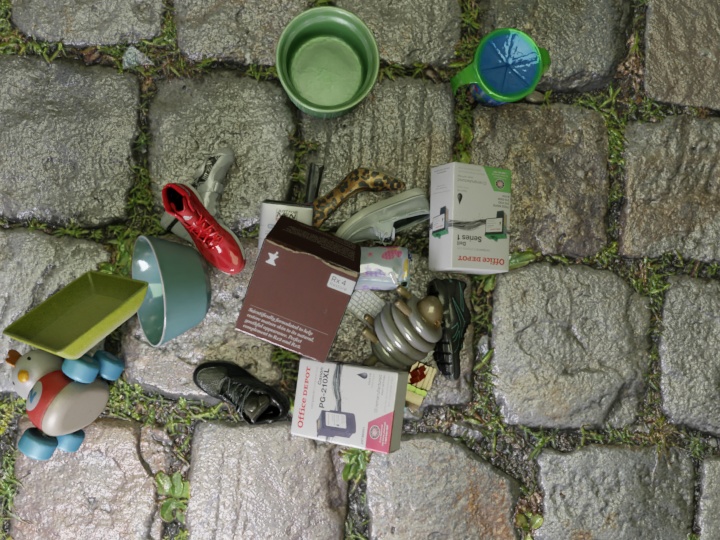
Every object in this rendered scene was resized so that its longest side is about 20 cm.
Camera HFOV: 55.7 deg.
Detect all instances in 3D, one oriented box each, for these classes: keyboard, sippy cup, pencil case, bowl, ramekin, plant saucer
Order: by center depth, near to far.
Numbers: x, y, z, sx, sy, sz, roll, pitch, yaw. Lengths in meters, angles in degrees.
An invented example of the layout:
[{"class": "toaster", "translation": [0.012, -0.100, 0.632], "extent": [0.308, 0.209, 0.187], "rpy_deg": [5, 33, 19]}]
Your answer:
[{"class": "plant saucer", "translation": [-0.496, 0.084, 1.209], "extent": [0.200, 0.197, 0.048], "rpy_deg": [-45, 130, -39]}, {"class": "bowl", "translation": [-0.343, 0.031, 1.252], "extent": [0.104, 0.200, 0.204], "rpy_deg": [-9, 89, -33]}, {"class": "pencil case", "translation": [0.000, 0.000, 1.319], "extent": [0.196, 0.084, 0.092], "rpy_deg": [1, 52, -4]}, {"class": "ramekin", "translation": [-0.065, -0.394, 1.322], "extent": [0.196, 0.098, 0.204], "rpy_deg": [0, 88, -5]}, {"class": "sippy cup", "translation": [0.272, -0.384, 1.334], "extent": [0.175, 0.130, 0.142], "rpy_deg": [21, 86, -4]}, {"class": "keyboard", "translation": [0.060, 0.112, 1.359], "extent": [0.199, 0.011, 0.056], "rpy_deg": [40, 85, -2]}]

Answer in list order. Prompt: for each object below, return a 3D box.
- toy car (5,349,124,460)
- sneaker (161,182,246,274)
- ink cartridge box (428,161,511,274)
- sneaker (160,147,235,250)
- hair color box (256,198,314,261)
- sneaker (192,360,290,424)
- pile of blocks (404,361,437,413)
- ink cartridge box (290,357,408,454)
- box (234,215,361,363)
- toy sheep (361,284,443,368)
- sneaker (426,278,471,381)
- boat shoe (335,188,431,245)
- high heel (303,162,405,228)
[{"class": "toy car", "translation": [-0.573, 0.204, 1.232], "extent": [0.198, 0.177, 0.186], "rpy_deg": [29, 89, 9]}, {"class": "sneaker", "translation": [-0.289, -0.072, 1.215], "extent": [0.078, 0.116, 0.200], "rpy_deg": [-43, 90, 4]}, {"class": "ink cartridge box", "translation": [0.213, -0.096, 1.322], "extent": [0.144, 0.084, 0.204], "rpy_deg": [2, 88, -27]}, {"class": "sneaker", "translation": [-0.282, -0.131, 1.308], "extent": [0.115, 0.075, 0.201], "rpy_deg": [39, 90, -3]}, {"class": "hair color box", "translation": [-0.145, -0.028, 1.295], "extent": [0.097, 0.061, 0.204], "rpy_deg": [6, 103, -2]}, {"class": "sneaker", "translation": [-0.226, 0.229, 1.280], "extent": [0.197, 0.114, 0.077], "rpy_deg": [28, 84, -1]}, {"class": "pile of blocks", "translation": [0.075, 0.258, 1.326], "extent": [0.200, 0.062, 0.082], "rpy_deg": [-44, 92, -2]}, {"class": "ink cartridge box", "translation": [-0.021, 0.248, 1.273], "extent": [0.197, 0.084, 0.147], "rpy_deg": [6, 85, 20]}, {"class": "box", "translation": [-0.101, 0.025, 1.172], "extent": [0.164, 0.200, 0.166], "rpy_deg": [21, 104, -4]}, {"class": "toy sheep", "translation": [0.079, 0.117, 1.294], "extent": [0.199, 0.138, 0.138], "rpy_deg": [-40, 92, 26]}, {"class": "sneaker", "translation": [0.184, 0.114, 1.335], "extent": [0.078, 0.075, 0.204], "rpy_deg": [-5, 89, -21]}, {"class": "boat shoe", "translation": [0.050, -0.091, 1.328], "extent": [0.198, 0.070, 0.072], "rpy_deg": [-26, 69, -8]}, {"class": "high heel", "translation": [-0.017, -0.128, 1.328], "extent": [0.196, 0.071, 0.145], "rpy_deg": [8, 84, 9]}]
